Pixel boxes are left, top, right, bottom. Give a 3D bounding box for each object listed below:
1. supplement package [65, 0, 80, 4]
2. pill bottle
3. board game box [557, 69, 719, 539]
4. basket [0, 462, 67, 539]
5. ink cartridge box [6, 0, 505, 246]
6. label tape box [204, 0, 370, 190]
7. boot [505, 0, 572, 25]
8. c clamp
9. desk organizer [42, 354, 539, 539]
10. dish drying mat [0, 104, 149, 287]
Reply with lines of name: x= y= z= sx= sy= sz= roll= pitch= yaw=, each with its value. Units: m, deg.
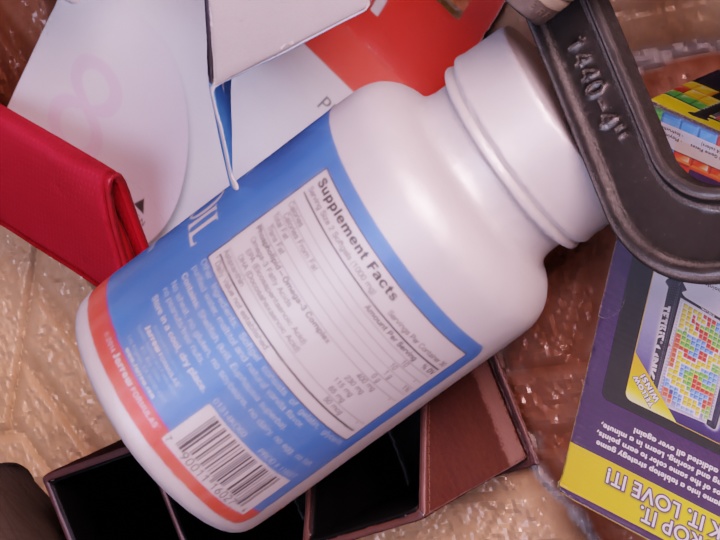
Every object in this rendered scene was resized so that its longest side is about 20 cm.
supplement package: x=-0.180 y=-0.235 z=1.078 sx=0.199 sy=0.191 sz=0.148 roll=24 pitch=74 yaw=30
pill bottle: x=0.000 y=0.000 z=1.063 sx=0.200 sy=0.112 sz=0.113 roll=-36 pitch=81 yaw=13
board game box: x=0.179 y=0.043 z=1.003 sx=0.199 sy=0.057 sz=0.166 roll=27 pitch=122 yaw=29
basket: x=-0.122 y=0.212 z=1.249 sx=0.200 sy=0.136 sz=0.181 roll=39 pitch=138 yaw=17
ink cartridge box: x=-0.047 y=-0.086 z=1.144 sx=0.163 sy=0.057 sz=0.201 roll=44 pitch=131 yaw=19
label tape box: x=-0.028 y=-0.150 z=1.026 sx=0.066 sy=0.143 sz=0.201 roll=-4 pitch=114 yaw=0
boot: x=0.086 y=-0.201 z=0.980 sx=0.150 sy=0.073 sz=0.201 roll=-28 pitch=59 yaw=24
c clamp: x=0.144 y=-0.085 z=0.970 sx=0.170 sy=0.027 sz=0.201 roll=-35 pitch=66 yaw=19
desk organizer: x=-0.033 y=0.081 z=1.167 sx=0.199 sy=0.077 sz=0.072 roll=-22 pitch=91 yaw=40
dish drying mat: x=-0.157 y=-0.045 z=1.218 sx=0.200 sy=0.018 sz=0.077 roll=30 pitch=147 yaw=42
